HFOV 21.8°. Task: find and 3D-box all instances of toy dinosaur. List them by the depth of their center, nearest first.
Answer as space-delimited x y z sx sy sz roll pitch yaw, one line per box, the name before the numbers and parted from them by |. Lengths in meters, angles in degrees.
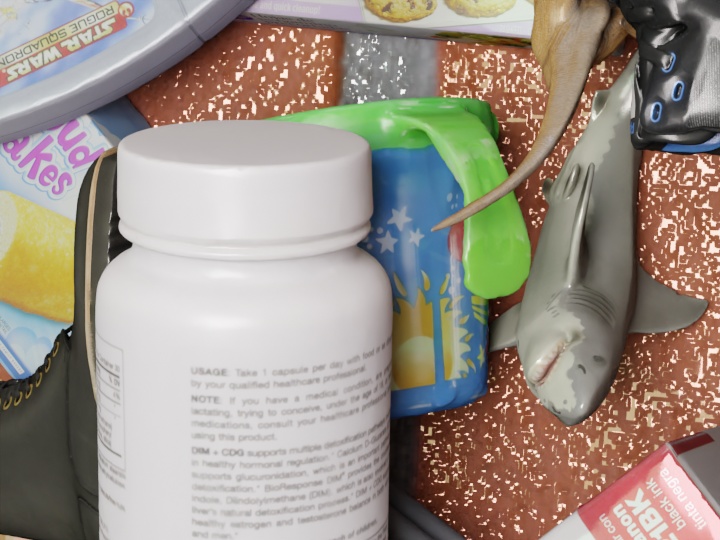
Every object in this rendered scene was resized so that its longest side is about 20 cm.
toy dinosaur | 0.089 -0.096 0.757 0.106 0.060 0.200 -34 34 33

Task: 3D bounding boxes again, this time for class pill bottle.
pill bottle | -0.044 0.048 0.719 0.113 0.113 0.200 7 106 20

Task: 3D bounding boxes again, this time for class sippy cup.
sippy cup | 0.000 0.000 0.817 0.140 0.178 0.130 -9 87 1

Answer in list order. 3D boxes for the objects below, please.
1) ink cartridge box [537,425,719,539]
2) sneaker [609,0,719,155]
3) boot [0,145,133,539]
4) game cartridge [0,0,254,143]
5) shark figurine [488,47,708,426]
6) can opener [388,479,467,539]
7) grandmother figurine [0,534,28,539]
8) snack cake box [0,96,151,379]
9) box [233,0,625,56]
ink cartridge box | 0.089 0.158 0.782 0.200 0.144 0.084 -41 76 15
sneaker | 0.100 -0.105 0.683 0.200 0.073 0.112 24 88 13
boot | -0.133 0.041 0.817 0.138 0.077 0.200 8 106 35
game cartridge | -0.149 -0.136 0.865 0.200 0.042 0.133 -25 73 5
shark figurine | 0.123 -0.020 0.820 0.089 0.128 0.215 23 74 -10
can opener | -0.036 0.095 0.846 0.200 0.053 0.067 30 104 26
grandmother figurine | -0.077 0.125 0.892 0.200 0.061 0.121 16 93 17
snack cake box | -0.171 -0.055 0.919 0.115 0.067 0.200 -44 76 16
box | 0.024 -0.128 0.861 0.200 0.039 0.041 9 91 20
